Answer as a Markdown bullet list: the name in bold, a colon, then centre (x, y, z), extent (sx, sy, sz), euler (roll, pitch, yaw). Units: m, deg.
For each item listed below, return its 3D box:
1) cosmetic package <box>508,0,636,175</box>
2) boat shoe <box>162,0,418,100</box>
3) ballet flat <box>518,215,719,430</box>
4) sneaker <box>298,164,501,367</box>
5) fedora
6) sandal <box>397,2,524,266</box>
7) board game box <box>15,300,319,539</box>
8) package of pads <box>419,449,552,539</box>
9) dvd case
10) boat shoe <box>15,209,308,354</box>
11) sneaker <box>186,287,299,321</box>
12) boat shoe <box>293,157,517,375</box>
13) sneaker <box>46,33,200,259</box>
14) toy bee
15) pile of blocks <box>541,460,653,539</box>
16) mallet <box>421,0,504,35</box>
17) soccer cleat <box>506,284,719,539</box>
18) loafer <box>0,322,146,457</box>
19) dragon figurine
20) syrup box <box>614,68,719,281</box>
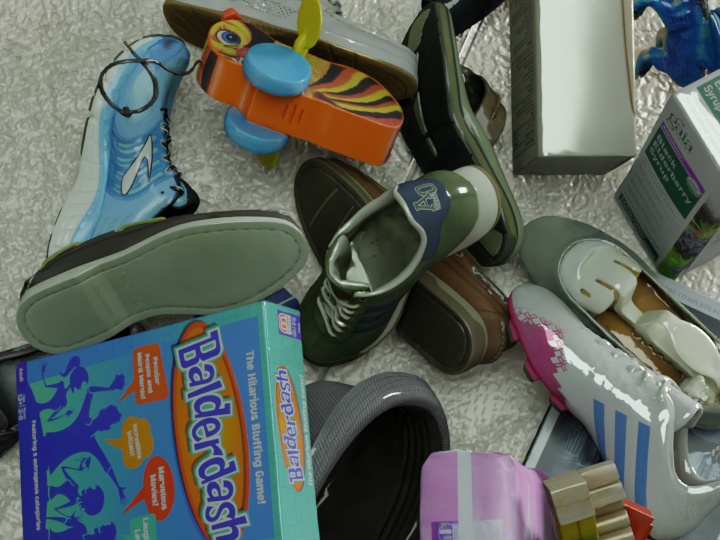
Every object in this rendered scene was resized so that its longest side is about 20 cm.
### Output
- **cosmetic package**: centre (0.149, -0.172, 1.334), extent (0.073, 0.104, 0.200), euler (-1, 86, -6)
- **boat shoe**: centre (-0.043, -0.183, 1.362), extent (0.200, 0.071, 0.069), euler (20, 66, 13)
- **ballet flat**: centre (0.192, 0.026, 1.290), extent (0.067, 0.064, 0.200), euler (-43, 79, -14)
- **sneaker**: centre (0.000, 0.000, 1.243), extent (0.090, 0.200, 0.067), euler (-10, 63, -50)
- **fedora**: centre (-0.025, 0.152, 1.237), extent (0.090, 0.177, 0.200), euler (19, 83, 35)
- **sandal**: centre (0.077, -0.097, 1.353), extent (0.057, 0.080, 0.201), euler (-10, 74, -33)
- **board game box**: centre (-0.125, 0.115, 1.173), extent (0.200, 0.045, 0.152), euler (-15, 71, 28)
- **package of pads**: centre (0.083, 0.219, 1.211), extent (0.076, 0.120, 0.200), euler (-4, 78, 18)
- **dvd case**: centre (0.209, 0.108, 1.312), extent (0.150, 0.025, 0.200), euler (25, 74, 5)
- **boat shoe**: centre (-0.132, -0.005, 1.243), extent (0.201, 0.072, 0.061), euler (-16, 31, 8)
- **sneaker**: centre (-0.102, 0.104, 1.279), extent (0.199, 0.081, 0.115), euler (-44, 83, -7)
- **boat shoe**: centre (0.032, -0.007, 1.324), extent (0.068, 0.072, 0.200), euler (-19, 60, -42)
- **sneaker**: centre (-0.149, -0.068, 1.322), extent (0.090, 0.078, 0.200), euler (13, 82, 13)
- **toy bee**: centre (-0.067, -0.142, 1.293), extent (0.200, 0.131, 0.109), euler (32, 32, -24)
- **pile of blocks**: centre (0.163, 0.189, 1.199), extent (0.062, 0.200, 0.082), euler (-18, 55, 0)
- **mallet**: centre (0.039, -0.266, 1.417), extent (0.066, 0.041, 0.200), euler (-29, 72, -12)
- **soccer cleat**: centre (0.178, 0.083, 1.259), extent (0.086, 0.070, 0.200), euler (-35, 83, 25)
- **loafer**: centre (-0.237, 0.080, 1.282), extent (0.200, 0.063, 0.072), euler (-25, 75, -9)
- **dragon figurine**: centre (0.247, -0.174, 1.342), extent (0.099, 0.200, 0.059), euler (19, 48, 33)
- **syrup box**: centre (0.242, -0.069, 1.276), extent (0.081, 0.200, 0.079), euler (-27, 77, -10)
